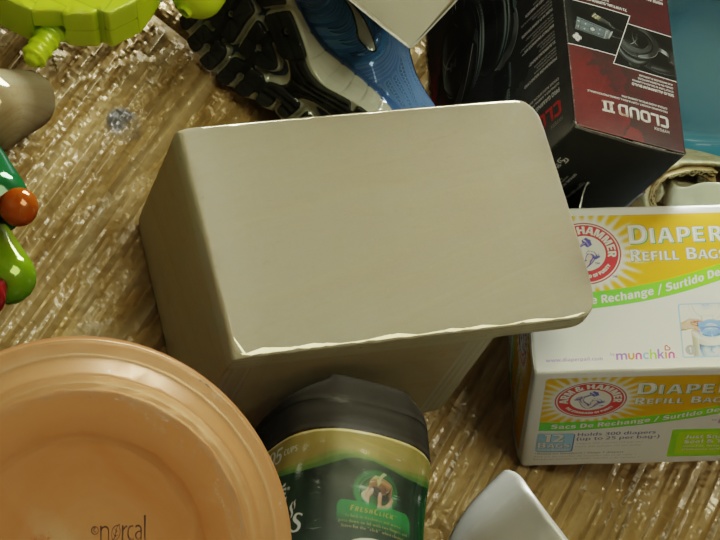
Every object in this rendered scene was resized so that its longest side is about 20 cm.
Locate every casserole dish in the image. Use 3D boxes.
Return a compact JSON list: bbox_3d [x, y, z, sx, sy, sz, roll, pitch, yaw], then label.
[{"bbox_3d":[0.241,-0.117,1.667,0.198,0.122,0.039,1,28,13],"label":"casserole dish"}]

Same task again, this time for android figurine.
[{"bbox_3d":[-0.143,-0.195,1.505,0.181,0.041,0.201,25,64,13],"label":"android figurine"}]

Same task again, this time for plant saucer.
[{"bbox_3d":[-0.129,0.132,1.293,0.199,0.032,0.202,0,92,-10],"label":"plant saucer"}]

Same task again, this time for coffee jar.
[{"bbox_3d":[-0.015,0.156,1.376,0.085,0.104,0.201,16,55,-21],"label":"coffee jar"}]

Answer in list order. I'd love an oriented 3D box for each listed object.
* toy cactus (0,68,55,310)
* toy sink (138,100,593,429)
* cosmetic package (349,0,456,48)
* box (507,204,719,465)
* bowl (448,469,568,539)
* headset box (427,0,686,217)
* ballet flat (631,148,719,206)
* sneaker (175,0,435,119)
[{"bbox_3d":[-0.212,-0.065,1.405,0.200,0.102,0.165,45,27,12],"label":"toy cactus"},{"bbox_3d":[0.000,0.000,1.458,0.199,0.112,0.131,-7,66,-20],"label":"toy sink"},{"bbox_3d":[0.008,-0.205,1.557,0.103,0.073,0.200,39,14,-15],"label":"cosmetic package"},{"bbox_3d":[0.182,0.035,1.521,0.198,0.113,0.102,-2,59,-1],"label":"box"},{"bbox_3d":[0.107,0.199,1.398,0.074,0.200,0.200,-37,85,0],"label":"bowl"},{"bbox_3d":[0.107,-0.104,1.581,0.077,0.149,0.201,13,57,-24],"label":"headset box"},{"bbox_3d":[0.254,-0.029,1.645,0.198,0.062,0.068,7,96,3],"label":"ballet flat"},{"bbox_3d":[-0.026,-0.125,1.569,0.200,0.078,0.089,51,38,-4],"label":"sneaker"}]
